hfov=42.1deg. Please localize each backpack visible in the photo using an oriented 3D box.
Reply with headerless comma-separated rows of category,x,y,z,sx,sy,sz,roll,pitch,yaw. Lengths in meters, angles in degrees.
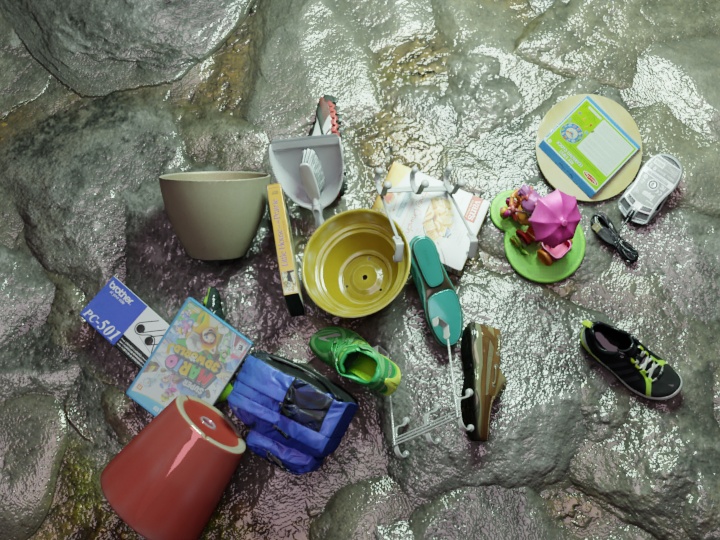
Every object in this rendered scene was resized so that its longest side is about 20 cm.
backpack,-0.127,0.234,1.567,0.198,0.163,0.170,28,80,11

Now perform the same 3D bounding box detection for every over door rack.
over door rack,0.110,0.200,1.584,0.146,0.066,0.203,-28,58,28
over door rack,0.113,-0.110,1.608,0.145,0.067,0.202,-3,47,-11

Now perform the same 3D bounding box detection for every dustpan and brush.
dustpan and brush,-0.082,-0.140,1.683,0.137,0.202,0.058,-3,40,16

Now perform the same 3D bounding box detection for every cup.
cup,-0.259,-0.098,1.675,0.196,0.200,0.146,1,100,4

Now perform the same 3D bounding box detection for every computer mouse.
computer mouse,0.508,-0.120,1.692,0.109,0.044,0.201,39,85,18

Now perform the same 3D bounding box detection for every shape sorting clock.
shape sorting clock,0.420,-0.226,1.729,0.196,0.039,0.204,0,79,-2

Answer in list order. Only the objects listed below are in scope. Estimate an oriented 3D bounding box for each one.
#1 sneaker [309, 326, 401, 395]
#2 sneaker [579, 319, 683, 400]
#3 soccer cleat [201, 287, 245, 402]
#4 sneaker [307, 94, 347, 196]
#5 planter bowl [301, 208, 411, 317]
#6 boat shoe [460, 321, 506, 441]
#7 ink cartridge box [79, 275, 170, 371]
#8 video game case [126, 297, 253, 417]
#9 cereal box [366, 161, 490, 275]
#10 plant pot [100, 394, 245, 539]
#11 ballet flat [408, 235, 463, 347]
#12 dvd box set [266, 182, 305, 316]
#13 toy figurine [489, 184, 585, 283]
sneaker,-0.016,0.144,1.605,0.198,0.083,0.075,24,86,38
sneaker,0.457,0.152,1.591,0.198,0.083,0.072,31,78,12
soccer cleat,-0.245,0.131,1.662,0.079,0.068,0.204,-2,80,-6
sneaker,-0.076,-0.235,1.749,0.096,0.071,0.204,-4,75,0
planter bowl,0.000,0.000,1.660,0.196,0.084,0.204,-5,67,12
boat shoe,0.216,0.189,1.604,0.072,0.076,0.204,4,78,-14
ink cartridge box,-0.400,0.111,1.683,0.199,0.044,0.094,39,79,13
video game case,-0.295,0.170,1.617,0.142,0.018,0.202,34,90,9
cereal box,0.121,-0.095,1.710,0.197,0.040,0.146,23,76,10
plant pot,-0.291,0.313,1.513,0.200,0.200,0.178,39,97,14
ballet flat,0.131,0.035,1.651,0.066,0.070,0.203,-18,92,-7
dvd box set,-0.131,-0.034,1.655,0.029,0.147,0.204,-10,72,-1
toy figurine,0.312,-0.095,1.623,0.150,0.184,0.200,-41,74,-8
